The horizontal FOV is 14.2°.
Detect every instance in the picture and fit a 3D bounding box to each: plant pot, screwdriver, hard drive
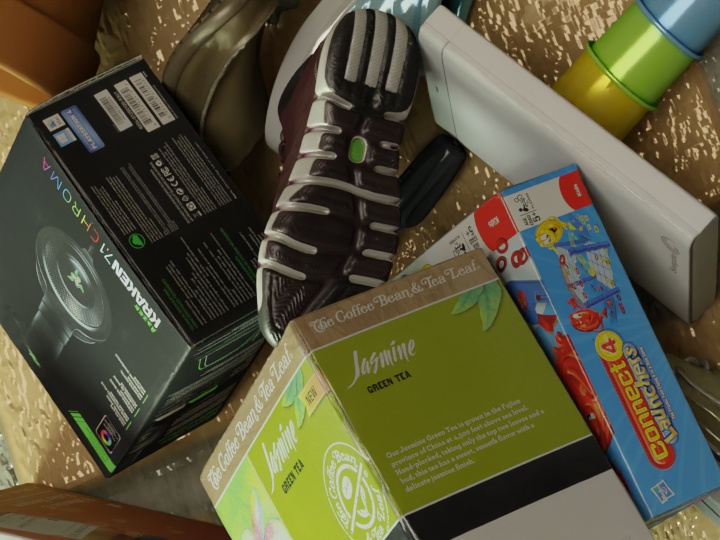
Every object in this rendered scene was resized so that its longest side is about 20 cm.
[{"bbox_3d":[-0.235,-0.198,1.782,0.199,0.200,0.141,22,84,22],"label":"plant pot"},{"bbox_3d":[0.000,0.000,1.757,0.201,0.028,0.029,-55,43,15],"label":"screwdriver"},{"bbox_3d":[0.119,-0.059,1.647,0.200,0.132,0.027,39,77,18],"label":"hard drive"}]

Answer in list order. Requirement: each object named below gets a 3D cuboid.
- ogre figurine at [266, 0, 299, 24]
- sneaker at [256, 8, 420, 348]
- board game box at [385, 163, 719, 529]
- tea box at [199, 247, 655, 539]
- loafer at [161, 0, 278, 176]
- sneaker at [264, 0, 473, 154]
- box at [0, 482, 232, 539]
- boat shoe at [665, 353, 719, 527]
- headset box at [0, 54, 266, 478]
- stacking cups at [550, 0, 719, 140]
[{"bbox_3d":[-0.046,-0.240,1.737,0.200,0.098,0.120,-45,56,5],"label":"ogre figurine"},{"bbox_3d":[-0.021,-0.046,1.663,0.075,0.115,0.201,19,82,-16],"label":"sneaker"},{"bbox_3d":[0.097,0.069,1.643,0.197,0.056,0.200,65,150,10],"label":"board game box"},{"bbox_3d":[0.031,0.131,1.596,0.198,0.133,0.200,60,150,19],"label":"tea box"},{"bbox_3d":[-0.084,-0.106,1.742,0.067,0.076,0.200,32,145,0],"label":"loafer"},{"bbox_3d":[0.020,-0.136,1.718,0.082,0.074,0.201,42,108,22],"label":"sneaker"},{"bbox_3d":[-0.165,0.207,1.774,0.199,0.152,0.107,10,96,23],"label":"box"},{"bbox_3d":[0.188,0.084,1.661,0.062,0.072,0.200,-42,72,-10],"label":"boat shoe"},{"bbox_3d":[-0.144,0.004,1.744,0.175,0.092,0.200,54,148,11],"label":"headset box"},{"bbox_3d":[0.185,-0.155,1.647,0.061,0.060,0.200,46,109,16],"label":"stacking cups"}]
